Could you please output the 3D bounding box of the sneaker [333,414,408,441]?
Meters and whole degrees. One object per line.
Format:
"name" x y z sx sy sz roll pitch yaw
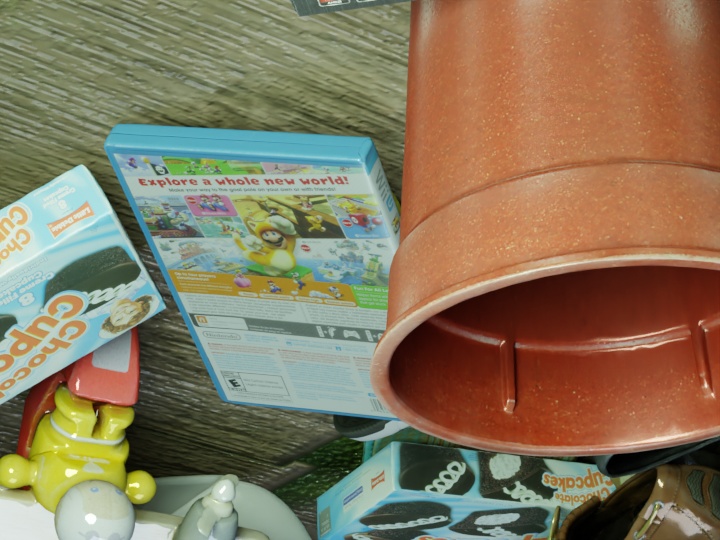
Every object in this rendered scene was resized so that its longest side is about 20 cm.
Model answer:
"sneaker" 0.083 0.059 1.417 0.121 0.084 0.200 25 142 -28

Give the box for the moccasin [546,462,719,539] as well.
"moccasin" 0.149 0.176 1.545 0.078 0.074 0.201 23 147 -20

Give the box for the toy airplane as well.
"toy airplane" -0.169 0.141 1.388 0.200 0.199 0.141 -34 -160 -15

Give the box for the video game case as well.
"video game case" -0.035 0.005 1.252 0.143 0.018 0.200 5 140 25

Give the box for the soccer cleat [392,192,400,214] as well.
"soccer cleat" -0.001 0.000 1.327 0.084 0.065 0.200 -26 157 -23

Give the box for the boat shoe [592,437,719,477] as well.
"boat shoe" 0.228 0.070 1.453 0.201 0.063 0.074 -17 149 5

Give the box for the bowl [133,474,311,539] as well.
"bowl" -0.150 0.192 1.569 0.200 0.075 0.200 -8 -163 48

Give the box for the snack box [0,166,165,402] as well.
"snack box" -0.207 0.033 1.273 0.200 0.037 0.116 -31 154 -4

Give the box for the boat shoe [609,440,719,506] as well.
"boat shoe" 0.246 0.140 1.598 0.200 0.073 0.065 19 152 -36

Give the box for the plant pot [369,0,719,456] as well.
"plant pot" 0.099 -0.046 1.071 0.200 0.196 0.201 -2 153 -1

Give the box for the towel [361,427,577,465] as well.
"towel" 0.075 0.101 1.562 0.146 0.022 0.200 0 154 -4

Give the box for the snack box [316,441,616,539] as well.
"snack box" 0.085 0.157 1.618 0.200 0.037 0.116 8 154 -24

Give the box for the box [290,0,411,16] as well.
"box" 0.053 -0.175 0.965 0.200 0.048 0.158 -7 151 9
